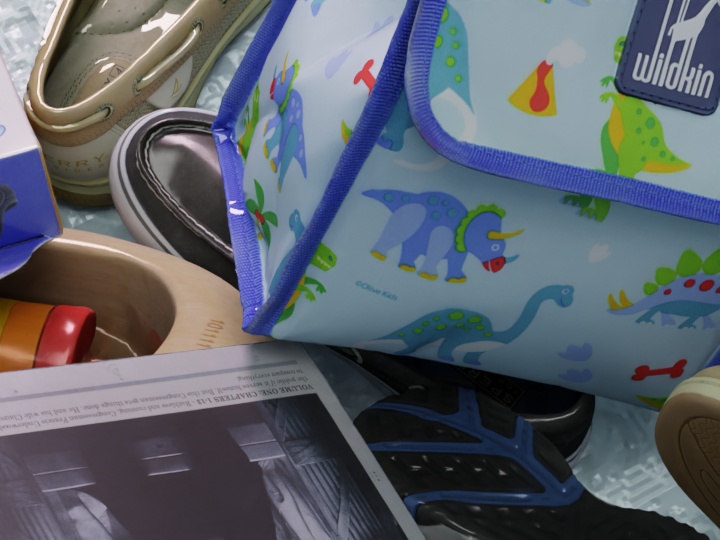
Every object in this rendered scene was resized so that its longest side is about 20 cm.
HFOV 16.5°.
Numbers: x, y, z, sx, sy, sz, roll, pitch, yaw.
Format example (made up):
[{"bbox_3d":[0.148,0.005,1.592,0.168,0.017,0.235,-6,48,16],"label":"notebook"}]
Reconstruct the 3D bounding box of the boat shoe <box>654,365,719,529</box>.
[{"bbox_3d":[0.186,0.075,0.759,0.200,0.073,0.063,27,59,0],"label":"boat shoe"}]

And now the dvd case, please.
[{"bbox_3d":[-0.035,0.105,0.709,0.150,0.025,0.200,-5,49,-38],"label":"dvd case"}]

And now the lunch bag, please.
[{"bbox_3d":[0.069,-0.060,0.776,0.170,0.200,0.128,12,40,-24],"label":"lunch bag"}]

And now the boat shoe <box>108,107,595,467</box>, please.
[{"bbox_3d":[0.000,0.000,0.873,0.200,0.057,0.069,34,68,6],"label":"boat shoe"}]

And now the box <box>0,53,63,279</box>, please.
[{"bbox_3d":[-0.177,-0.045,0.867,0.119,0.042,0.200,-17,30,-10],"label":"box"}]

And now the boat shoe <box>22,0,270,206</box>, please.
[{"bbox_3d":[-0.074,-0.121,0.947,0.073,0.063,0.201,22,65,11],"label":"boat shoe"}]

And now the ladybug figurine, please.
[{"bbox_3d":[-0.125,0.041,0.846,0.200,0.072,0.136,10,34,11],"label":"ladybug figurine"}]

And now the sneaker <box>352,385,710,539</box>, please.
[{"bbox_3d":[0.068,0.115,0.787,0.076,0.077,0.200,-20,39,-25],"label":"sneaker"}]
